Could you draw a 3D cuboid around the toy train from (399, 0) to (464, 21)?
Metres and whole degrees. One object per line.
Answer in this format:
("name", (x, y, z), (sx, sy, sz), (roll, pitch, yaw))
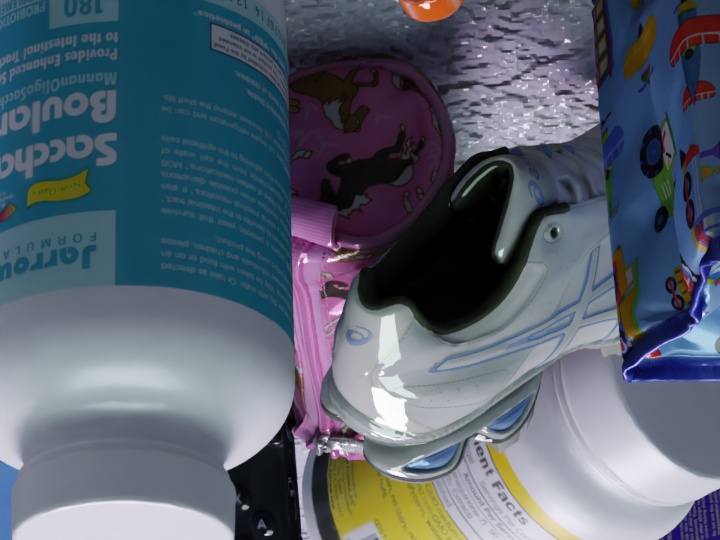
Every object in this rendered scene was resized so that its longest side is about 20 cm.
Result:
("toy train", (0.033, -0.149, 0.763), (0.150, 0.056, 0.200), (14, 146, -28))

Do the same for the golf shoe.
("golf shoe", (0.070, -0.013, 0.927), (0.200, 0.078, 0.097), (-41, 150, -24))

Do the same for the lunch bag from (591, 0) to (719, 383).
("lunch bag", (0.185, -0.042, 0.875), (0.199, 0.151, 0.094), (5, 153, -14))

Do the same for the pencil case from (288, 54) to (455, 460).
("pencil case", (0.000, 0.000, 1.015), (0.082, 0.087, 0.200), (-15, 151, -4))

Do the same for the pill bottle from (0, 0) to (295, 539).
("pill bottle", (-0.076, -0.006, 0.872), (0.110, 0.201, 0.111), (-2, 153, -1))

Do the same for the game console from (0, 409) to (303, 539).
("game console", (-0.135, 0.092, 1.043), (0.199, 0.171, 0.118), (-3, -177, 27))

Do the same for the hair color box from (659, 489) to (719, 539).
("hair color box", (0.175, 0.128, 1.317), (0.199, 0.065, 0.109), (-17, 151, 31))

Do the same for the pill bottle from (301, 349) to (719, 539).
("pill bottle", (0.075, 0.077, 1.150), (0.114, 0.115, 0.200), (17, 148, -34))
